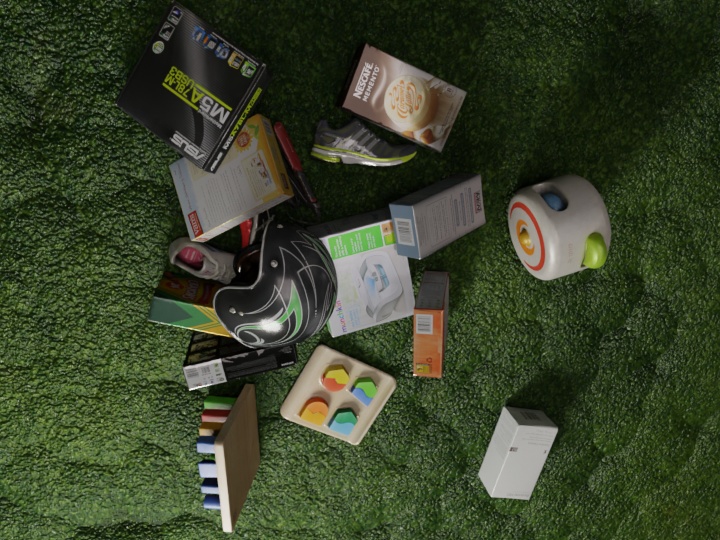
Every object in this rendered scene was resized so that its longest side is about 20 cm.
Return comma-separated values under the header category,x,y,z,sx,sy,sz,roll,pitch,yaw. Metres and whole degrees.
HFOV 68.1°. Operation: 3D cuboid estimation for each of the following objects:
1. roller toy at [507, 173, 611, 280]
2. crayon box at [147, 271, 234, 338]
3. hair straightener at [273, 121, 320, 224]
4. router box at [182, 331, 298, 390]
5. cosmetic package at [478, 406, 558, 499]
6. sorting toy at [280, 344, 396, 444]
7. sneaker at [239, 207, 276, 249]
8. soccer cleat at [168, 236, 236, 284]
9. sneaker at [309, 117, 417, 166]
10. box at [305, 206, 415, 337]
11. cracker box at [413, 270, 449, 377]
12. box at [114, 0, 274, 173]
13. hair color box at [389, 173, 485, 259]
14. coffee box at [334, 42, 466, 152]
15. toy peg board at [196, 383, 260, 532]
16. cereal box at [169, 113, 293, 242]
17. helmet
category,x,y,z,sx,sy,sz,roll,pitch,yaw
roller toy,0.370,-0.081,1.027,0.138,0.200,0.184,-17,88,-5
crayon box,-0.275,0.066,0.982,0.198,0.127,0.051,14,106,-16
hair straightener,-0.133,-0.168,0.984,0.076,0.041,0.201,-16,119,23
router box,-0.222,0.146,1.006,0.198,0.149,0.052,-12,110,-6
cosmetic package,0.367,0.429,1.253,0.112,0.081,0.202,8,106,-15
sorting toy,-0.046,0.274,1.144,0.199,0.037,0.186,28,101,-18
sneaker,-0.205,-0.115,0.967,0.084,0.077,0.202,8,106,19
soccer cleat,-0.256,-0.002,0.982,0.198,0.086,0.070,19,104,-17
sneaker,0.009,-0.233,0.964,0.198,0.074,0.082,1,106,-13
box,0.000,0.000,1.029,0.175,0.097,0.202,-14,111,-8
cracker box,0.138,0.097,1.031,0.057,0.200,0.135,2,109,12
box,-0.269,-0.293,0.860,0.199,0.047,0.194,37,98,8
hair color box,0.147,-0.105,0.988,0.199,0.060,0.100,-27,116,-36
coffee box,0.069,-0.303,0.945,0.198,0.080,0.115,19,104,-16
toy peg board,-0.276,0.360,1.054,0.097,0.199,0.202,1,109,5
cereal box,-0.220,-0.151,0.896,0.198,0.039,0.145,-22,80,21
helmet,-0.130,0.023,0.888,0.189,0.201,0.201,-27,113,18
